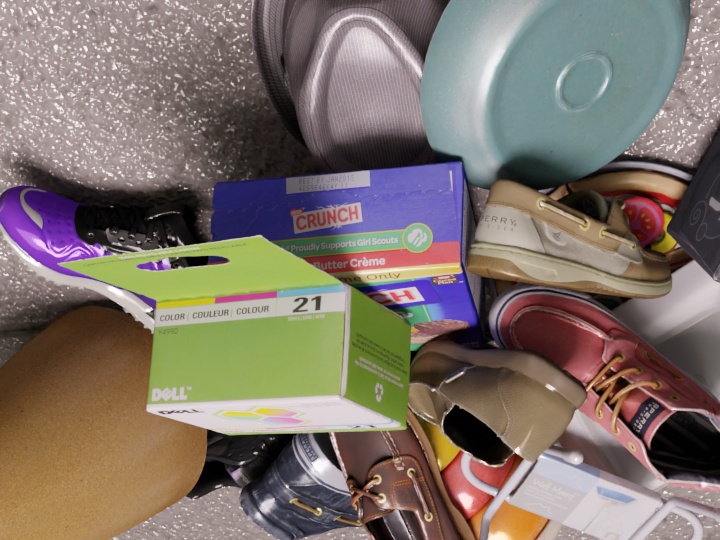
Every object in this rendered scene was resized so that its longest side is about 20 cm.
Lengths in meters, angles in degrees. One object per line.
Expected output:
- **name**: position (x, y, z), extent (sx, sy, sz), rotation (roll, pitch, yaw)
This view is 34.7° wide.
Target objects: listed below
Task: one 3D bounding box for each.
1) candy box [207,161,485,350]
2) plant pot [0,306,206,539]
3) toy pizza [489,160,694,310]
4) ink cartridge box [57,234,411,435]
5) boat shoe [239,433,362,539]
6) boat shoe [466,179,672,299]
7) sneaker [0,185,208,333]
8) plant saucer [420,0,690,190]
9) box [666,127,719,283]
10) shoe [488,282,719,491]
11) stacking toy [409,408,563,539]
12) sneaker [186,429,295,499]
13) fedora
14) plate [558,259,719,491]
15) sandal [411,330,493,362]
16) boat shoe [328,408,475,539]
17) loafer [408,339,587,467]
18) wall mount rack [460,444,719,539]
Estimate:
- **candy box**: position (0.000, 0.000, 0.814), extent (0.166, 0.078, 0.200), rotation (-3, 160, 10)
- **plant pot**: position (-0.249, 0.152, 0.904), extent (0.184, 0.200, 0.190), rotation (9, 112, 23)
- **toy pizza**: position (0.197, 0.006, 0.881), extent (0.196, 0.032, 0.203), rotation (3, 129, 4)
- **ink cartridge box**: position (-0.074, 0.048, 0.711), extent (0.146, 0.077, 0.200), rotation (-6, 162, 26)
- **boat shoe**: position (-0.019, 0.194, 0.992), extent (0.091, 0.071, 0.200), rotation (-39, 141, 13)
- **boat shoe**: position (0.150, -0.020, 0.767), extent (0.073, 0.068, 0.198), rotation (10, -178, 42)
- **sneaker**: position (-0.175, -0.024, 0.882), extent (0.199, 0.070, 0.099), rotation (31, 124, -27)
- **plant saucer**: position (0.133, -0.126, 0.722), extent (0.197, 0.036, 0.202), rotation (-17, 133, -18)
- **box**: position (0.330, -0.025, 0.771), extent (0.197, 0.106, 0.124), rotation (22, 107, -10)
- **shoe**: position (0.181, 0.080, 0.795), extent (0.198, 0.091, 0.072), rotation (32, 101, -11)
- **stacking toy**: position (0.068, 0.153, 0.955), extent (0.145, 0.147, 0.200), rotation (-35, 109, 30)
- **sneaker**: position (-0.075, 0.149, 0.992), extent (0.198, 0.088, 0.076), rotation (-21, 123, 22)
- **fedora**: position (0.009, -0.130, 0.756), extent (0.174, 0.091, 0.202), rotation (1, 129, 6)
- **plate**: position (0.244, 0.096, 0.894), extent (0.198, 0.032, 0.201), rotation (-32, 126, 7)
- **sandal**: position (0.097, 0.077, 0.925), extent (0.197, 0.076, 0.046), rotation (17, 127, -3)
- **boat shoe**: position (0.027, 0.176, 0.892), extent (0.070, 0.070, 0.202), rotation (-30, 92, 42)
- **loafer**: position (0.078, 0.095, 0.810), extent (0.076, 0.068, 0.200), rotation (38, 161, -12)
- **wall mount rack**: position (0.172, 0.175, 0.834), extent (0.197, 0.075, 0.175), rotation (21, 134, -6)
